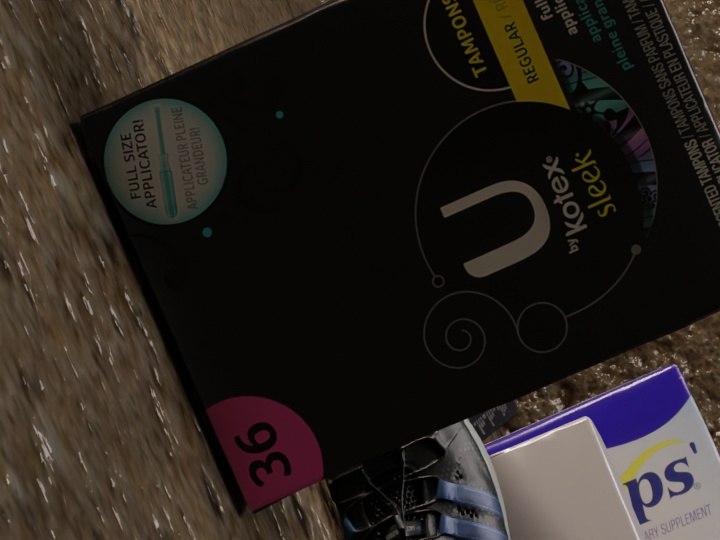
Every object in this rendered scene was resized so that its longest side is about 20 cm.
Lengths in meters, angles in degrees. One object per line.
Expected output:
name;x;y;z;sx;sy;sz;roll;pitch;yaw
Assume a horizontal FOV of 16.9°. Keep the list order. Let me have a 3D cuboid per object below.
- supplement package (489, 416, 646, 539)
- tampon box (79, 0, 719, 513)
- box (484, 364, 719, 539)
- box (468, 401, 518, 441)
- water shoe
supplement package;0.112;0.200;1.320;0.120;0.121;0.201;51;18;-74
tampon box;0.025;-0.028;0.869;0.126;0.199;0.150;-55;120;-85
box;0.156;0.190;1.512;0.105;0.183;0.201;50;17;-70
box;0.000;0.000;1.192;0.161;0.049;0.200;51;-3;22
water shoe;0.034;0.129;1.051;0.201;0.071;0.079;65;9;-1
